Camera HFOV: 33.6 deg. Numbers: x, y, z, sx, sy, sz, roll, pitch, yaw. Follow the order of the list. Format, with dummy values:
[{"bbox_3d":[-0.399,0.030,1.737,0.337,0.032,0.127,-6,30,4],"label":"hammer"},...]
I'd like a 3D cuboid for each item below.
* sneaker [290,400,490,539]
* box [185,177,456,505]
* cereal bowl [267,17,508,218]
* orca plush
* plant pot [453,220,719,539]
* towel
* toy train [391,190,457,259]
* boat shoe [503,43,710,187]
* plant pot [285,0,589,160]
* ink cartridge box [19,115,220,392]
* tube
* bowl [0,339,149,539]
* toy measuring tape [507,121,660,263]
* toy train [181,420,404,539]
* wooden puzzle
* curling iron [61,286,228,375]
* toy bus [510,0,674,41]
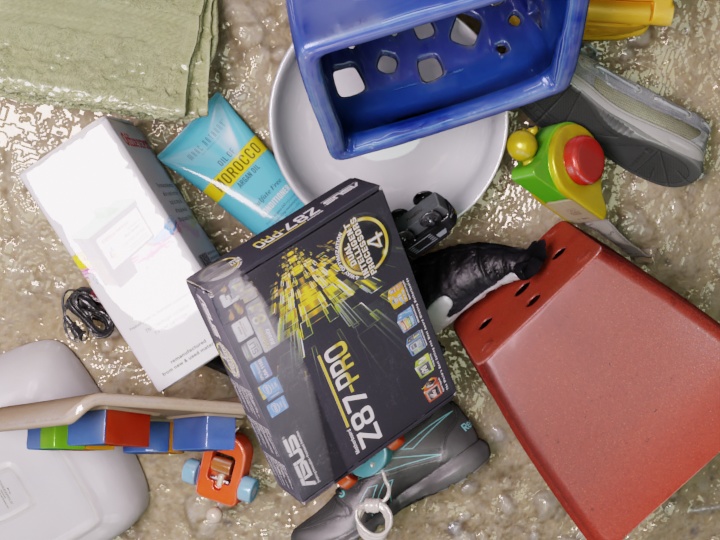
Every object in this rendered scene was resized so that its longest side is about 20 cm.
[{"bbox_3d":[0.017,0.187,1.085,0.200,0.075,0.079,-31,89,-4],"label":"sneaker"},{"bbox_3d":[-0.025,0.053,0.915,0.161,0.049,0.200,-31,118,-22],"label":"box"},{"bbox_3d":[0.021,-0.129,1.003,0.199,0.083,0.201,-1,101,-4],"label":"cereal bowl"},{"bbox_3d":[0.056,0.015,1.002,0.071,0.200,0.106,35,57,-33],"label":"orca plush"},{"bbox_3d":[0.191,0.074,0.997,0.200,0.200,0.176,-44,103,5],"label":"plant pot"},{"bbox_3d":[-0.216,-0.192,0.966,0.199,0.037,0.149,7,67,-7],"label":"towel"},{"bbox_3d":[0.000,0.000,0.988,0.200,0.034,0.046,-35,137,27],"label":"toy train"},{"bbox_3d":[0.211,-0.145,1.027,0.201,0.074,0.065,27,64,-7],"label":"boat shoe"},{"bbox_3d":[0.037,-0.214,0.849,0.199,0.200,0.180,-18,74,-1],"label":"plant pot"},{"bbox_3d":[-0.174,-0.017,0.967,0.084,0.145,0.200,-32,94,1],"label":"ink cartridge box"},{"bbox_3d":[-0.076,-0.057,1.033,0.200,0.050,0.077,43,73,-8],"label":"tube"},{"bbox_3d":[-0.308,0.185,1.051,0.199,0.075,0.200,-26,104,2],"label":"bowl"},{"bbox_3d":[0.198,-0.075,1.030,0.200,0.074,0.074,29,99,-34],"label":"toy measuring tape"},{"bbox_3d":[-0.054,0.161,1.056,0.199,0.056,0.151,10,96,17],"label":"toy train"},{"bbox_3d":[-0.177,0.125,0.957,0.200,0.185,0.046,3,79,-39],"label":"wooden puzzle"},{"bbox_3d":[-0.173,0.066,1.056,0.200,0.026,0.050,23,69,-18],"label":"curling iron"},{"bbox_3d":[0.193,-0.282,0.930,0.135,0.192,0.201,3,100,-3],"label":"toy bus"}]
